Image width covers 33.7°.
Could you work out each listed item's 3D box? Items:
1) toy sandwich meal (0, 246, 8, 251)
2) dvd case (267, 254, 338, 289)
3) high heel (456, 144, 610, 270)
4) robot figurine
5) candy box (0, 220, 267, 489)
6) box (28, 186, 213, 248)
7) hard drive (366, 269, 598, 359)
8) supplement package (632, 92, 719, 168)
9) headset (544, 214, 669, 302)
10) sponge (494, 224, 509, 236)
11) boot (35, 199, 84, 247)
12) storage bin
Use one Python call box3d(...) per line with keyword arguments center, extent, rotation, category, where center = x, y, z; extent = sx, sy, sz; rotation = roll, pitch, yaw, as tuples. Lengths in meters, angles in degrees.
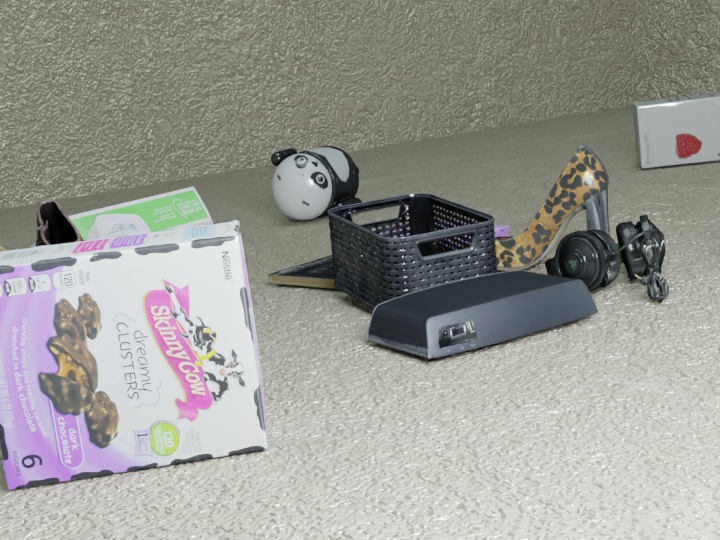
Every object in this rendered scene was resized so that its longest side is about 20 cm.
box3d(center=(-0.403, 0.052, 1.154), extent=(0.204, 0.206, 0.070), rotation=(-16, 57, -41), category="toy sandwich meal")
box3d(center=(0.000, 0.000, 1.535), extent=(0.199, 0.016, 0.148), rotation=(3, 15, 44), category="dvd case")
box3d(center=(0.205, -0.075, 1.443), extent=(0.198, 0.144, 0.071), rotation=(-3, 11, 23), category="high heel")
box3d(center=(-0.078, -0.162, 2.166), extent=(0.149, 0.126, 0.200), rotation=(-2, 11, 28), category="robot figurine")
box3d(center=(-0.177, 0.061, 0.901), extent=(0.198, 0.170, 0.072), rotation=(-8, 12, -5), category="candy box")
box3d(center=(-0.289, -0.001, 1.373), extent=(0.176, 0.097, 0.199), rotation=(-33, -8, 40), category="box")
box3d(center=(0.117, 0.039, 1.167), extent=(0.198, 0.043, 0.135), rotation=(-13, 11, -27), category="hard drive")
box3d(center=(0.624, -0.268, 2.259), extent=(0.198, 0.123, 0.120), rotation=(-6, 11, 10), category="supplement package")
box3d(center=(0.276, -0.004, 1.280), extent=(0.122, 0.095, 0.200), rotation=(-14, -4, -11), category="headset")
box3d(center=(0.106, -0.045, 1.672), extent=(0.111, 0.030, 0.199), rotation=(-14, 12, -32), category="sponge")
box3d(center=(-0.240, 0.012, 1.034), extent=(0.072, 0.168, 0.200), rotation=(-19, 27, -14), category="boot")
box3d(center=(0.057, -0.019, 1.344), extent=(0.134, 0.095, 0.200), rotation=(-11, 17, -20), category="storage bin")
